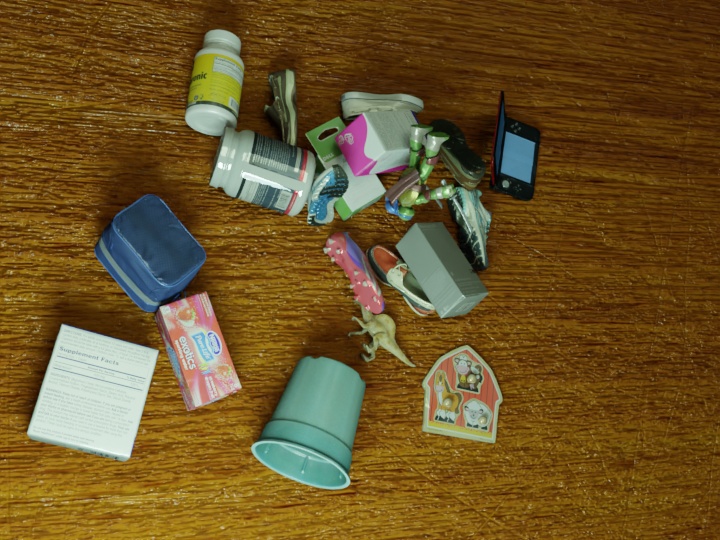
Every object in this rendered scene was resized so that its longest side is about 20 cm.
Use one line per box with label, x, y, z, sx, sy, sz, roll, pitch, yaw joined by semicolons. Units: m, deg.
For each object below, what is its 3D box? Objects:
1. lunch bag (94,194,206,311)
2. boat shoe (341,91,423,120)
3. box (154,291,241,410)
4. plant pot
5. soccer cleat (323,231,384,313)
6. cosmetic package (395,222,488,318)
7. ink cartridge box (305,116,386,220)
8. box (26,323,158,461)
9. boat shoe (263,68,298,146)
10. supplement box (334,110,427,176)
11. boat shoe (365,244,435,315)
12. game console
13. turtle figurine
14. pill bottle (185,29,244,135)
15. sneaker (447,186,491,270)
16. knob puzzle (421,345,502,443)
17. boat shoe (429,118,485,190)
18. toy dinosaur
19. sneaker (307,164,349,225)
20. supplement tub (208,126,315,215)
lunch bag;-0.403;-0.023;1.576;0.201;0.132;0.136;51;46;-2
boat shoe;0.052;-0.365;1.882;0.196;0.071;0.071;1;79;-18
box;-0.314;0.155;1.571;0.098;0.095;0.203;-19;84;-25
plant pot;-0.084;0.287;1.579;0.198;0.200;0.199;27;59;-11
soccer cleat;0.000;0.000;1.744;0.076;0.067;0.201;-23;69;-40
cosmetic package;0.175;-0.004;1.768;0.106;0.090;0.202;-7;60;-49
ink cartridge box;-0.041;-0.226;1.808;0.103;0.059;0.202;-31;87;-27
box;-0.484;0.224;1.485;0.181;0.105;0.204;17;70;-15
boat shoe;-0.176;-0.345;1.794;0.073;0.075;0.206;-1;69;-6
supplement box;0.052;-0.280;1.791;0.199;0.101;0.105;-19;78;-55
boat shoe;0.094;0.016;1.789;0.200;0.063;0.071;46;67;-1
game console;0.373;-0.296;1.954;0.169;0.119;0.204;17;70;-15
turtle figurine;0.154;-0.202;1.741;0.196;0.144;0.197;9;112;-1
pill bottle;-0.305;-0.400;1.733;0.109;0.111;0.204;11;70;-17
sneaker;0.272;-0.101;1.883;0.085;0.077;0.204;-8;78;-26
knob puzzle;0.227;0.262;1.784;0.215;0.030;0.224;6;72;-19
boat shoe;0.217;-0.267;1.906;0.074;0.074;0.202;-15;56;-21
toy dinosaur;0.041;0.144;1.733;0.101;0.058;0.201;-38;90;-27
sneaker;-0.081;-0.176;1.709;0.074;0.200;0.088;-5;66;-21
supplement tub;-0.203;-0.207;1.698;0.197;0.140;0.143;17;69;-15
